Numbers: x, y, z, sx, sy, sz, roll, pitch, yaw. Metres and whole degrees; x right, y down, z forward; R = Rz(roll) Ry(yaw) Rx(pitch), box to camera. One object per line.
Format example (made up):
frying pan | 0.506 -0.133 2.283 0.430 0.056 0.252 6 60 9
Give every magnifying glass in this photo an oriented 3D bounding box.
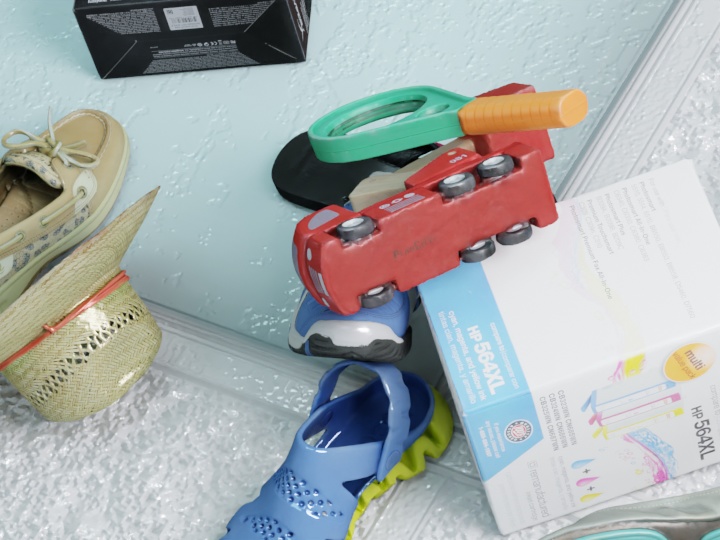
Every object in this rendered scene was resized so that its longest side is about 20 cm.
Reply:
magnifying glass | 0.049 -0.088 1.544 0.200 0.022 0.080 1 26 46

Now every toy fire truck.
toy fire truck | 0.039 -0.043 1.534 0.200 0.049 0.141 -24 20 -19

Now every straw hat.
straw hat | -0.173 0.044 1.646 0.201 0.201 0.085 -40 92 -17

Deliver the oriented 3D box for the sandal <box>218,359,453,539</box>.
sandal | -0.026 0.121 1.554 0.079 0.087 0.200 24 63 27

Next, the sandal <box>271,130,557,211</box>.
sandal | 0.029 -0.053 1.702 0.199 0.045 0.075 16 58 25

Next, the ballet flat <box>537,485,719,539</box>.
ballet flat | 0.180 0.152 1.500 0.199 0.068 0.064 -11 23 5

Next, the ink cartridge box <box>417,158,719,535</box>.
ink cartridge box | 0.147 0.040 1.543 0.199 0.129 0.125 -19 50 1

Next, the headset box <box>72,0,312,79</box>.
headset box | -0.108 -0.235 1.861 0.148 0.077 0.200 -4 51 11

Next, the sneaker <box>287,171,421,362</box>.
sneaker | 0.000 0.000 1.586 0.075 0.077 0.200 5 19 3

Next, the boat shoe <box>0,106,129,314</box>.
boat shoe | -0.218 -0.042 1.742 0.073 0.063 0.200 15 52 27
